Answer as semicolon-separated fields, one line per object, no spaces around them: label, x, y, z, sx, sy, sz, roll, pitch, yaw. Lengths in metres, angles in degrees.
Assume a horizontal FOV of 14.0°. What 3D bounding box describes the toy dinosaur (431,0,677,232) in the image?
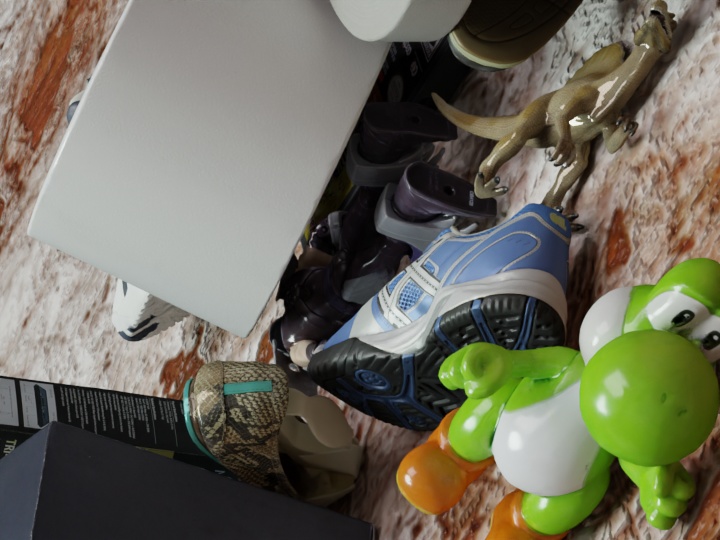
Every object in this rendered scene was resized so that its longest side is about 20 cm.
toy dinosaur;0.101;-0.073;1.499;0.200;0.058;0.101;-23;37;52

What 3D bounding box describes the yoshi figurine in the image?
yoshi figurine;0.099;0.072;1.324;0.200;0.112;0.112;-45;50;40

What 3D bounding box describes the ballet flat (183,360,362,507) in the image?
ballet flat;-0.039;0.098;1.594;0.200;0.075;0.068;63;-159;-66

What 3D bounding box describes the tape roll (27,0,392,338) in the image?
tape roll;-0.082;-0.081;1.628;0.203;0.139;0.203;-155;90;-86

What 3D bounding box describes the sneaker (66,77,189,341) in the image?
sneaker;-0.138;-0.060;1.853;0.130;0.079;0.199;45;137;24

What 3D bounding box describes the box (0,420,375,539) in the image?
box;-0.124;0.181;1.585;0.182;0.200;0.104;-33;44;53

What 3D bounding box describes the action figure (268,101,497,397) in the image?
action figure;0.000;0.000;1.624;0.200;0.069;0.130;124;146;-44

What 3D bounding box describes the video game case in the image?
video game case;0.005;-0.126;1.754;0.181;0.025;0.200;-56;29;29

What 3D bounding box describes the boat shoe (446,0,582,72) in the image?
boat shoe;0.094;-0.180;1.547;0.200;0.073;0.065;-64;2;-28

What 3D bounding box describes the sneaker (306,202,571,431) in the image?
sneaker;0.046;0.026;1.511;0.200;0.076;0.077;-24;40;50

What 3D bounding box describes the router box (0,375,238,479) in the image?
router box;-0.170;0.159;1.706;0.052;0.157;0.200;-105;28;-51

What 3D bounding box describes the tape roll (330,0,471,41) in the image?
tape roll;0.019;-0.218;1.497;0.203;0.037;0.203;178;90;-71
